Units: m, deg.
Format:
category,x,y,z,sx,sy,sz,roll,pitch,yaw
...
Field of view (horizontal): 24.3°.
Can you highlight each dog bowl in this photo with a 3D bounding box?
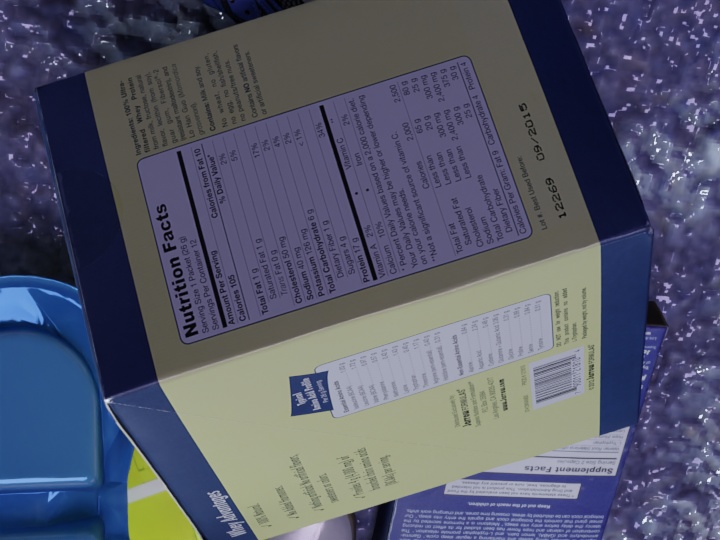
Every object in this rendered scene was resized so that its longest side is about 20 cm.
category,x,y,z,sx,sy,sz,roll,pitch,yaw
dog bowl,-0.149,0.104,0.730,0.111,0.050,0.201,-1,86,-13

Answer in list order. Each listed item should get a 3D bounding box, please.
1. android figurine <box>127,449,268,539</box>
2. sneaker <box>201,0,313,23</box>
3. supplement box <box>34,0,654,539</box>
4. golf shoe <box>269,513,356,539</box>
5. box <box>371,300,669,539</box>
category,x,y,z,sx,sy,sz,roll,pitch,yaw
android figurine,-0.130,0.140,0.793,0.181,0.041,0.201,-18,93,11
sneaker,-0.037,-0.138,0.674,0.078,0.075,0.200,-25,120,9
supplement box,0.000,0.000,0.680,0.199,0.135,0.200,-17,153,0
golf shoe,-0.062,0.192,0.849,0.072,0.092,0.201,29,112,-1
box,0.075,0.103,0.862,0.121,0.032,0.201,4,118,-13
